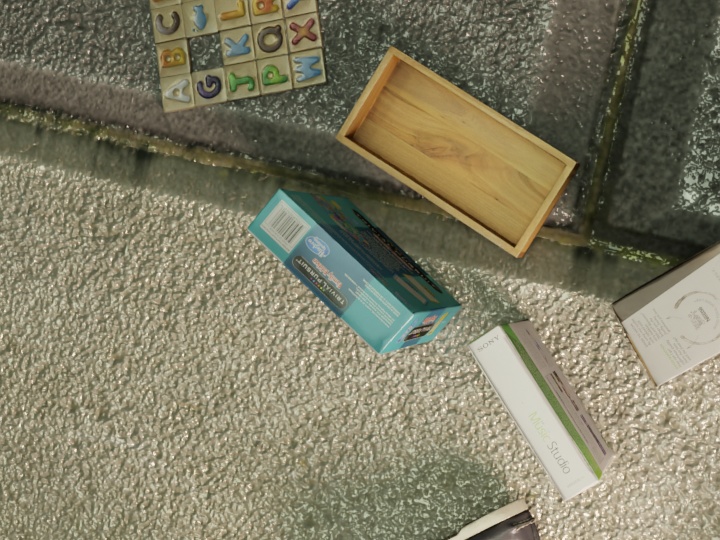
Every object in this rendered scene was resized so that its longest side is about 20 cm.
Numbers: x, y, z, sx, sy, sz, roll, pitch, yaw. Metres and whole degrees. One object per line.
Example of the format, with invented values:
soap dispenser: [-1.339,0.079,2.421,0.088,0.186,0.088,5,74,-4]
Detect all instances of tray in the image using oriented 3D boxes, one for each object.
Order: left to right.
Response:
tray: [0.087,-0.107,1.327,0.199,0.037,0.099,34,99,13]

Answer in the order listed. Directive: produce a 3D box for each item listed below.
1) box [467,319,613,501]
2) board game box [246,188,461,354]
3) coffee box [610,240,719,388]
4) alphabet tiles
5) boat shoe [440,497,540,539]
box: [0.154,0.110,1.225,0.036,0.200,0.145,-33,82,9]
board game box: [0.000,0.000,1.265,0.151,0.200,0.047,44,100,11]
coffee box: [0.316,0.012,1.225,0.199,0.114,0.080,-31,83,13]
alphabet tiles: [-0.123,-0.262,1.397,0.166,0.008,0.202,-8,89,15]
boat shoe: [0.072,0.275,1.315,0.199,0.073,0.063,-31,80,9]
